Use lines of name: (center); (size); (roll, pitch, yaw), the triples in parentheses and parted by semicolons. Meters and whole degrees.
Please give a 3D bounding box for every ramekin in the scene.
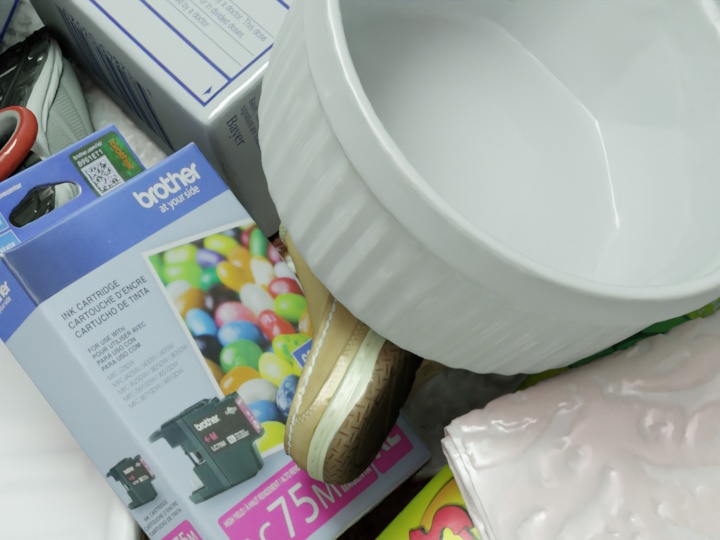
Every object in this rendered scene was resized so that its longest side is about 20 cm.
ramekin: (0.056, -0.056, 0.731); (0.198, 0.105, 0.202); (12, 59, -21)

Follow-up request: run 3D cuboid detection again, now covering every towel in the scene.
towel: (0.155, 0.107, 0.723); (0.198, 0.032, 0.192); (-22, 76, -7)

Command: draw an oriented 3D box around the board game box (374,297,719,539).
board game box: (0.094, 0.094, 0.782); (0.101, 0.048, 0.200); (37, 75, 29)

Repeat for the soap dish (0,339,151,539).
soap dish: (-0.146, 0.117, 0.814); (0.156, 0.081, 0.202); (-5, 59, 12)

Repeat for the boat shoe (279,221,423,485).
boat shoe: (0.000, 0.000, 0.797); (0.076, 0.072, 0.201); (22, 46, 5)

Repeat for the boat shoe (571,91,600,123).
boat shoe: (0.114, -0.110, 0.842); (0.074, 0.068, 0.202); (-12, 93, 14)

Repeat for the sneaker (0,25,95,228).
sneaker: (-0.152, -0.041, 0.922); (0.074, 0.079, 0.201); (-34, 39, 15)

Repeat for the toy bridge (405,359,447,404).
toy bridge: (0.069, -0.013, 0.864); (0.067, 0.027, 0.200); (30, 70, 27)

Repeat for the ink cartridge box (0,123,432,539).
ink cartridge box: (-0.071, 0.030, 0.788); (0.200, 0.042, 0.119); (51, 46, 5)

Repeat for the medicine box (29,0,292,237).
medicine box: (-0.040, -0.152, 0.931); (0.200, 0.103, 0.182); (-41, 58, -11)

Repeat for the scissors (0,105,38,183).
scissors: (-0.199, 0.003, 0.848); (0.073, 0.014, 0.201); (-2, 54, 38)

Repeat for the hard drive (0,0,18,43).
hard drive: (-0.246, -0.136, 1.023); (0.131, 0.025, 0.202); (8, 62, 19)
